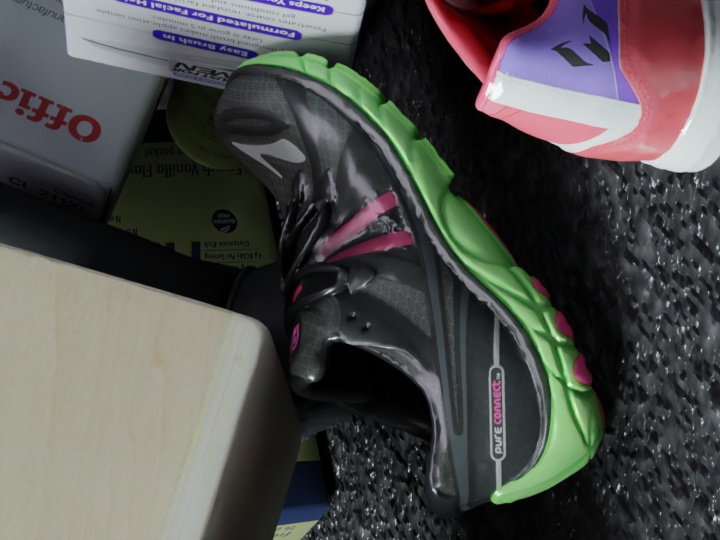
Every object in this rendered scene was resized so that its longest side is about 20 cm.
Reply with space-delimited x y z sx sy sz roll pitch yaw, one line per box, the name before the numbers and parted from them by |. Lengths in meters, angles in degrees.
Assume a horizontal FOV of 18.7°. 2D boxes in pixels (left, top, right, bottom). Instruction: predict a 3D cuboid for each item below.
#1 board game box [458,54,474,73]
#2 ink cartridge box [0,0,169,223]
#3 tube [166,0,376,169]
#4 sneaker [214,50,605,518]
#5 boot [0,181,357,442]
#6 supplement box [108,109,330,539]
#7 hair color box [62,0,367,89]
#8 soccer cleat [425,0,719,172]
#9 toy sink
board game box | 0.076 -0.154 0.663 0.200 0.039 0.160 -41 51 56
ink cartridge box | -0.144 -0.124 0.946 0.083 0.145 0.201 123 169 -61
tube | -0.037 -0.104 0.903 0.052 0.058 0.200 65 154 13
sneaker | 0.000 0.000 0.741 0.200 0.083 0.077 51 170 33
boot | -0.088 -0.002 0.858 0.165 0.199 0.066 -47 21 60
supplement box | -0.123 0.058 1.040 0.200 0.133 0.202 126 136 -58
hair color box | -0.044 -0.127 0.737 0.200 0.108 0.065 107 174 -70
soccer cleat | 0.041 -0.101 0.594 0.201 0.073 0.069 -111 34 -46
toy sink | -0.096 0.086 0.786 0.200 0.111 0.132 79 -153 -76
